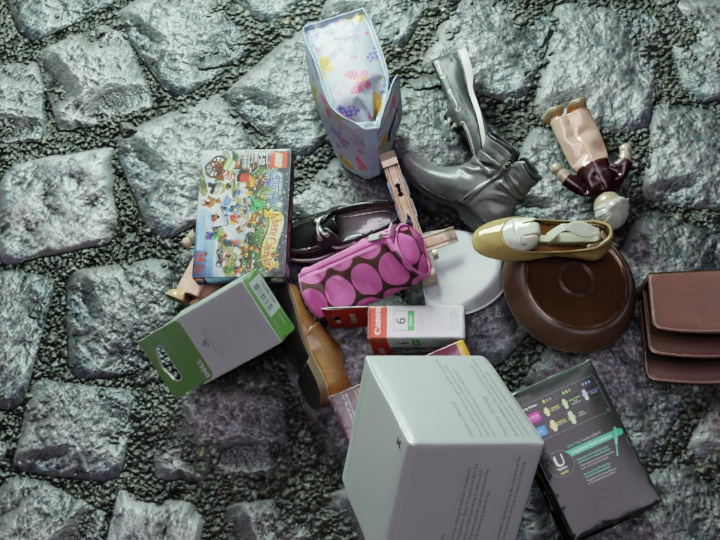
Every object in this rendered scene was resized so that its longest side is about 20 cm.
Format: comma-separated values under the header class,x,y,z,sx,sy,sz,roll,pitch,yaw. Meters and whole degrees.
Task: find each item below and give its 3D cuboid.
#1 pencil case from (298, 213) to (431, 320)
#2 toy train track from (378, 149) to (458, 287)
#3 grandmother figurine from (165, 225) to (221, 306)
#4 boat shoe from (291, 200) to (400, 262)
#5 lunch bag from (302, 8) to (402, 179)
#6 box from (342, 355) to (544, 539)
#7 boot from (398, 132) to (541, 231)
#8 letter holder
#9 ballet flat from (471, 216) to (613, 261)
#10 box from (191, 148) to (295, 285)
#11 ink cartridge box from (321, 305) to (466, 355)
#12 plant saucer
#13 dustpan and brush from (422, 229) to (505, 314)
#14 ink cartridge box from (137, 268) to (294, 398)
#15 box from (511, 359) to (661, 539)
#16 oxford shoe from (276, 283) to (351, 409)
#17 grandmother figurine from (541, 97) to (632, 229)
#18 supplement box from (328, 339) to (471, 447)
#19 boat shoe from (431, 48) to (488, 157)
class,x,y,z,sx,sy,sz,roll,pitch,yaw
pencil case,0.000,0.000,1.483,0.200,0.094,0.091,-27,48,32
toy train track,0.069,-0.075,1.503,0.114,0.033,0.201,-19,86,3
grandmother figurine,-0.210,-0.036,1.582,0.121,0.061,0.200,22,78,3
boat shoe,-0.033,-0.061,1.561,0.199,0.060,0.074,-7,71,3
lunch bag,-0.003,-0.254,1.572,0.127,0.170,0.200,-15,68,-2
box,0.092,0.236,1.296,0.171,0.200,0.200,2,26,-18
boot,0.161,-0.150,1.540,0.200,0.070,0.132,36,115,15
letter holder,0.494,0.079,1.450,0.199,0.101,0.143,-3,74,5
ballet flat,0.255,-0.051,1.464,0.199,0.063,0.069,-1,67,-10
box,-0.169,-0.079,1.543,0.136,0.038,0.201,-1,72,7
ink cartridge box,0.049,0.086,1.487,0.199,0.109,0.051,-1,73,6
plant saucer,0.302,0.017,1.496,0.200,0.035,0.201,3,67,-8
dustpan and brush,0.190,-0.004,1.538,0.199,0.057,0.140,-12,62,9
ink cartridge box,-0.206,0.091,1.503,0.200,0.059,0.104,-29,98,23
box,0.287,0.242,1.390,0.124,0.149,0.200,-24,71,-1
oxford shoe,-0.069,0.103,1.528,0.071,0.071,0.200,-10,66,-29
grandmother figurine,0.344,-0.154,1.557,0.121,0.061,0.200,-21,74,9
supplement box,0.068,0.182,1.453,0.200,0.110,0.086,-23,71,-2
boat shoe,0.154,-0.243,1.603,0.060,0.074,0.201,-14,74,7
